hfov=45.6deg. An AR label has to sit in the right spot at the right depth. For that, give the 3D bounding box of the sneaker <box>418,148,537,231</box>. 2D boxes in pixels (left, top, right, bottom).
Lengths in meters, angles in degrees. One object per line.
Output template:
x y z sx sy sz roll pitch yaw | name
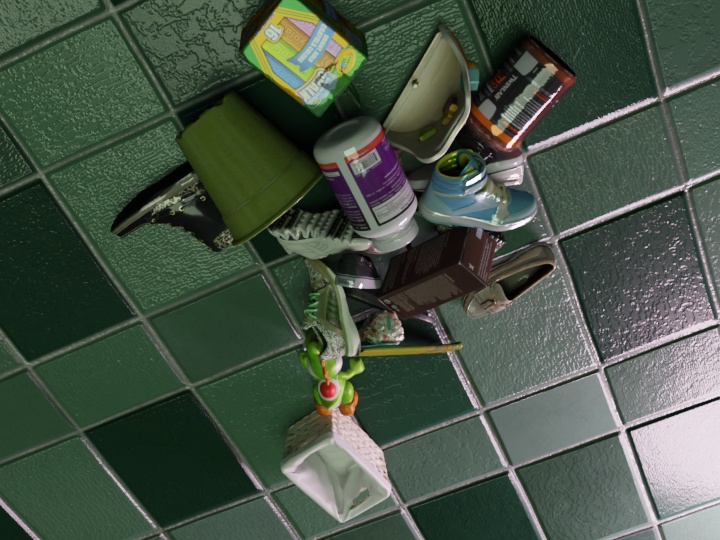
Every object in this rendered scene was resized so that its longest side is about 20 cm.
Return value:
0.201 -0.133 1.370 0.199 0.080 0.131 -1 140 -11 | sneaker

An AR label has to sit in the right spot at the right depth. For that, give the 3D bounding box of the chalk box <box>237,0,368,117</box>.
-0.068 -0.327 1.294 0.200 0.125 0.124 34 113 -23 | chalk box

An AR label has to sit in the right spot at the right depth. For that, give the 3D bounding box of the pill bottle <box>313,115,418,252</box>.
0.016 -0.131 1.331 0.112 0.113 0.200 -24 117 10 | pill bottle

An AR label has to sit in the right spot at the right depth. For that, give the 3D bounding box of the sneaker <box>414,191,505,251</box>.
0.155 -0.071 1.488 0.200 0.078 0.085 31 115 -21 | sneaker

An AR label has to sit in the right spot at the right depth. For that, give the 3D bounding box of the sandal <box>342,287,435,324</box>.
0.059 0.054 1.559 0.200 0.075 0.048 22 83 -27 | sandal

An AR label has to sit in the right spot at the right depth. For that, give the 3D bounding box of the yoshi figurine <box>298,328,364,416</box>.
-0.061 0.182 1.628 0.112 0.112 0.200 -37 139 -25 | yoshi figurine

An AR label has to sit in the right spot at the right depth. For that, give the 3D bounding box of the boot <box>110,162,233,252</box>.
-0.305 -0.079 1.455 0.203 0.074 0.154 -31 121 16 | boot

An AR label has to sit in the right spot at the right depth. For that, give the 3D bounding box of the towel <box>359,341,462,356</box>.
0.084 0.144 1.589 0.199 0.086 0.018 -1 78 -21 | towel

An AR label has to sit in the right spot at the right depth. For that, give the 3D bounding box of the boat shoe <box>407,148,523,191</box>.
0.180 -0.151 1.451 0.199 0.071 0.070 -13 118 -4 | boat shoe

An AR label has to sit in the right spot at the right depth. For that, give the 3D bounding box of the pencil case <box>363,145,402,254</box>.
0.026 -0.124 1.447 0.083 0.086 0.200 -30 131 -37 | pencil case

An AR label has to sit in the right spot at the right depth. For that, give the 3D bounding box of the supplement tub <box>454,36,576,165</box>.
0.240 -0.264 1.363 0.107 0.107 0.200 32 113 -21 | supplement tub

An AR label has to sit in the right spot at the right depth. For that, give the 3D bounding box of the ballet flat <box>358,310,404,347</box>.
0.038 0.105 1.550 0.075 0.200 0.064 -4 84 -14 | ballet flat

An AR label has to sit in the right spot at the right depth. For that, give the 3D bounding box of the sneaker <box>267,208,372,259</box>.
-0.060 -0.056 1.458 0.200 0.075 0.081 8 137 31 | sneaker

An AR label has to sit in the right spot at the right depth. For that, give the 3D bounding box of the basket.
-0.049 0.382 1.717 0.135 0.123 0.200 -34 116 16 | basket

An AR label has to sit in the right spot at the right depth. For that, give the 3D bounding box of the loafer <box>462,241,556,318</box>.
0.269 0.025 1.562 0.200 0.063 0.072 -40 116 18 | loafer

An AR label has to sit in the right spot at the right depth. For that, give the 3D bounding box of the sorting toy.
0.124 -0.248 1.321 0.107 0.180 0.200 24 117 -17 | sorting toy

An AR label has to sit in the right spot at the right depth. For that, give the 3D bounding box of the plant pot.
-0.187 -0.175 1.357 0.200 0.200 0.190 -36 104 16 | plant pot

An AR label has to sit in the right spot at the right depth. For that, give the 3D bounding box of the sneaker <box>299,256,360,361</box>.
-0.070 0.071 1.514 0.088 0.077 0.200 -22 89 -22 | sneaker

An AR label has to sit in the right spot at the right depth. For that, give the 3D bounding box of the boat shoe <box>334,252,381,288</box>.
0.000 0.000 1.470 0.068 0.200 0.057 8 91 8 | boat shoe

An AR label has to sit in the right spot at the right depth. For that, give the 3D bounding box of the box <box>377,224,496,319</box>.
0.130 0.001 1.464 0.075 0.100 0.200 38 140 -23 | box
